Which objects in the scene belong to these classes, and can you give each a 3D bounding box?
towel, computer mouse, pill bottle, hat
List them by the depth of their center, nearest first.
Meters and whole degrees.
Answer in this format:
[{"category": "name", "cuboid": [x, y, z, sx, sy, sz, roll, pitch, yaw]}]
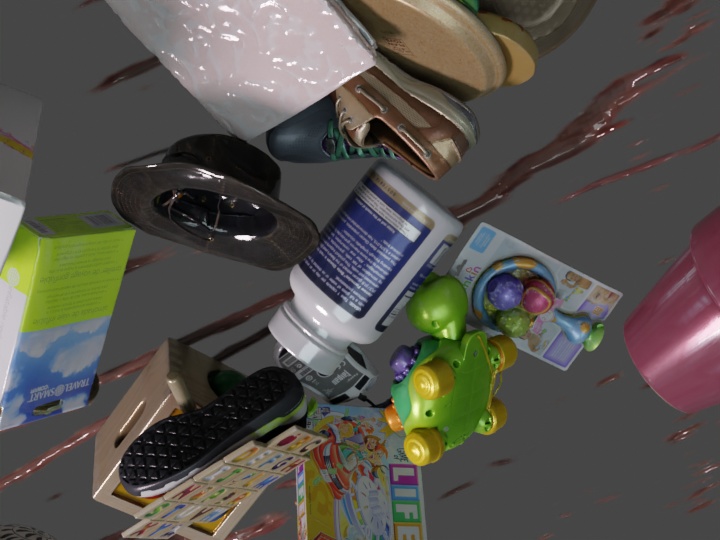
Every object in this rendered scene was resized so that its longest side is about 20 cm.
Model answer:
[{"category": "towel", "cuboid": [-0.108, -0.216, 0.953, 0.190, 0.032, 0.200, -23, 121, 40]}, {"category": "hat", "cuboid": [-0.128, -0.077, 1.047, 0.198, 0.082, 0.201, 10, 155, 5]}, {"category": "pill bottle", "cuboid": [0.000, 0.000, 1.097, 0.111, 0.111, 0.201, 35, 98, -28]}, {"category": "computer mouse", "cuboid": [-0.019, 0.110, 1.223, 0.109, 0.044, 0.200, -34, 127, 15]}]

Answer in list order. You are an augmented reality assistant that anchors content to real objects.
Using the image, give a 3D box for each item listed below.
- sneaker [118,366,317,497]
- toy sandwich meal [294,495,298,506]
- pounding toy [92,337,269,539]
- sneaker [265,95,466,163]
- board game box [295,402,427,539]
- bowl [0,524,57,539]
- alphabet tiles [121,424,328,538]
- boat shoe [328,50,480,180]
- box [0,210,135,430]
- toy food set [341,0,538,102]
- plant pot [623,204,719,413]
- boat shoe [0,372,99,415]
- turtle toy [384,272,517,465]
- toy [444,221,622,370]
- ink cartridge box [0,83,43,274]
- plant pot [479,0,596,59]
[{"category": "sneaker", "cuboid": [-0.130, 0.171, 1.067, 0.198, 0.072, 0.083, -27, 136, -7]}, {"category": "toy sandwich meal", "cuboid": [0.017, 0.291, 1.285, 0.204, 0.205, 0.071, 29, 73, -25]}, {"category": "pounding toy", "cuboid": [-0.175, 0.175, 1.168, 0.183, 0.143, 0.201, 29, 111, -26]}, {"category": "sneaker", "cuboid": [0.010, -0.134, 1.049, 0.198, 0.088, 0.075, -13, 123, -4]}, {"category": "board game box", "cuboid": [0.000, 0.243, 1.176, 0.133, 0.202, 0.034, 6, 150, -19]}, {"category": "bowl", "cuboid": [-0.398, 0.352, 1.259, 0.198, 0.095, 0.203, -5, 122, -8]}, {"category": "alphabet tiles", "cuboid": [-0.129, 0.209, 1.086, 0.199, 0.006, 0.166, -32, 160, 6]}, {"category": "boat shoe", "cuboid": [0.009, -0.147, 0.994, 0.072, 0.199, 0.076, -55, 159, -11]}, {"category": "box", "cuboid": [-0.294, 0.046, 1.070, 0.121, 0.047, 0.202, -11, 126, -56]}, {"category": "toy food set", "cuboid": [0.042, -0.213, 0.964, 0.197, 0.199, 0.049, 36, 75, -33]}, {"category": "plant pot", "cuboid": [0.390, 0.053, 1.194, 0.199, 0.201, 0.179, 30, 126, -26]}, {"category": "boat shoe", "cuboid": [-0.373, 0.123, 1.147, 0.198, 0.073, 0.068, 3, 150, -23]}, {"category": "turtle toy", "cuboid": [0.086, 0.102, 1.180, 0.145, 0.101, 0.202, -15, 119, -44]}, {"category": "toy", "cuboid": [0.185, 0.040, 1.216, 0.199, 0.047, 0.116, 24, 113, -24]}, {"category": "ink cartridge box", "cuboid": [-0.365, -0.068, 0.945, 0.143, 0.201, 0.148, 18, 117, -21]}, {"category": "plant pot", "cuboid": [0.136, -0.267, 0.993, 0.198, 0.093, 0.203, -5, 121, -8]}]
